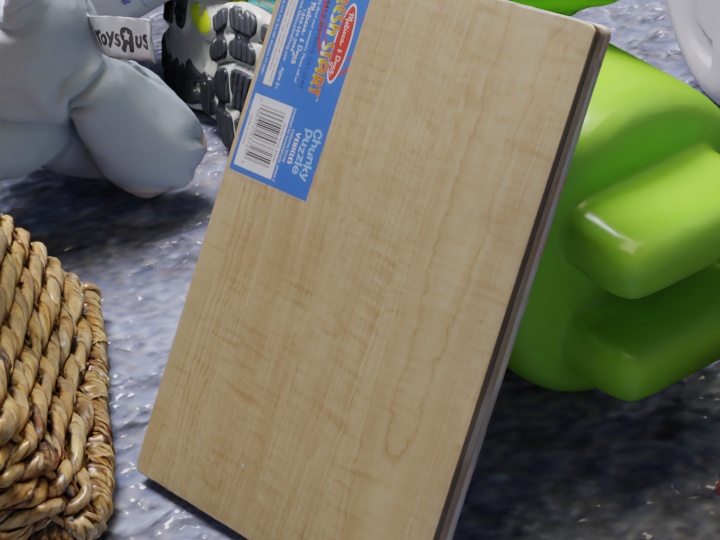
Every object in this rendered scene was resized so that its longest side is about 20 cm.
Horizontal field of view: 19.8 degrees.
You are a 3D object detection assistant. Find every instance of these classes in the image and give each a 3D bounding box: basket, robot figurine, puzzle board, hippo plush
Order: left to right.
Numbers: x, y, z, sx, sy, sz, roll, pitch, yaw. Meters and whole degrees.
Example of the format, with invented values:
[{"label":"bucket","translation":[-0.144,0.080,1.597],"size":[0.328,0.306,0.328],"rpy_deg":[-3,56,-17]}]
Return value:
[{"label":"basket","translation":[-0.191,0.047,0.775],"size":[0.143,0.149,0.200],"rpy_deg":[-39,26,10]},{"label":"hippo plush","translation":[-0.171,-0.053,0.920],"size":[0.161,0.159,0.200],"rpy_deg":[-48,22,-10]},{"label":"puzzle board","translation":[0.000,0.000,0.698],"size":[0.017,0.201,0.150],"rpy_deg":[12,8,-44]},{"label":"robot figurine","translation":[0.057,-0.033,0.747],"size":[0.115,0.176,0.200],"rpy_deg":[-27,40,-26]}]

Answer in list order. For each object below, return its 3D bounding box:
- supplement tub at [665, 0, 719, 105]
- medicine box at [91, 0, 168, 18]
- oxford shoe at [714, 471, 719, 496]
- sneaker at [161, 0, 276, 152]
[{"label":"supplement tub","translation":[0.252,-0.160,0.972],"size":[0.199,0.145,0.145],"rpy_deg":[-10,27,-7]},{"label":"medicine box","translation":[-0.173,-0.205,1.051],"size":[0.199,0.183,0.103],"rpy_deg":[-27,19,26]},{"label":"oxford shoe","translation":[0.187,0.042,0.711],"size":[0.075,0.071,0.200],"rpy_deg":[33,39,14]},{"label":"sneaker","translation":[-0.037,-0.105,1.020],"size":[0.079,0.078,0.200],"rpy_deg":[-8,26,-21]}]
